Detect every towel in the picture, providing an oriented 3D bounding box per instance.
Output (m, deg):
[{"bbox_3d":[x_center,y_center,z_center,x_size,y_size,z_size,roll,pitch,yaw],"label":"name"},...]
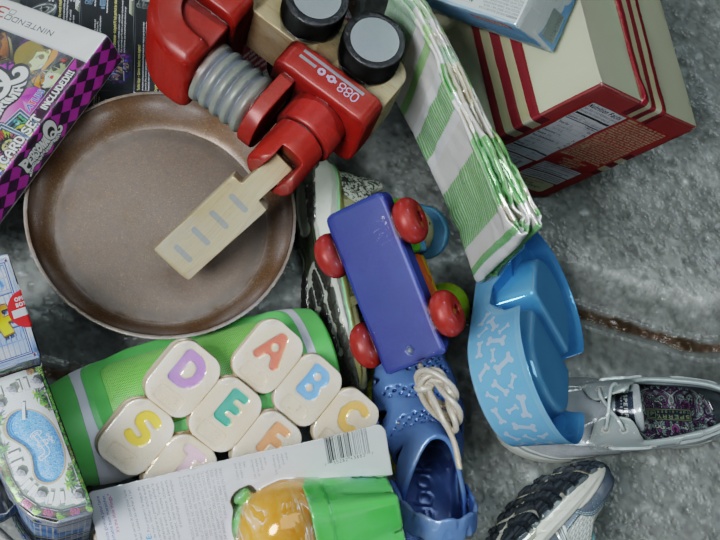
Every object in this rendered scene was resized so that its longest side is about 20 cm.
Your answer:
[{"bbox_3d":[0.062,-0.097,0.766,0.023,0.153,0.201,-24,80,-10],"label":"towel"}]

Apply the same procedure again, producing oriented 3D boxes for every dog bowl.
[{"bbox_3d":[0.127,0.054,0.814,0.112,0.049,0.201,56,26,-25],"label":"dog bowl"}]

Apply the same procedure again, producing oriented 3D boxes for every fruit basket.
[{"bbox_3d":[-0.065,0.208,0.715,0.198,0.094,0.187,-12,103,-2],"label":"fruit basket"}]

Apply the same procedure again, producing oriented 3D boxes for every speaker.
[{"bbox_3d":[-0.118,0.089,0.770,0.199,0.089,0.089,-16,73,-20],"label":"speaker"}]

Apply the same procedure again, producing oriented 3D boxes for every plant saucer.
[{"bbox_3d":[-0.149,-0.040,0.795,0.198,0.032,0.202,5,66,-12],"label":"plant saucer"}]

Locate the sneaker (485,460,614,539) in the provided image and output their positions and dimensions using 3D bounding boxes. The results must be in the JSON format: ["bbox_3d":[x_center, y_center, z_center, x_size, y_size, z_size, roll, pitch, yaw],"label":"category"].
[{"bbox_3d":[0.132,0.231,0.791,0.086,0.078,0.200,45,72,-6],"label":"sneaker"}]

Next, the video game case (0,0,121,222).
[{"bbox_3d":[-0.305,-0.118,0.790,0.180,0.036,0.201,23,69,22],"label":"video game case"}]

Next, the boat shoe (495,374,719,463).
[{"bbox_3d":[0.208,0.111,0.849,0.199,0.072,0.071,-1,69,-13],"label":"boat shoe"}]

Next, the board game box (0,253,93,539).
[{"bbox_3d":[-0.233,0.081,0.680,0.061,0.200,0.201,-19,73,-21],"label":"board game box"}]

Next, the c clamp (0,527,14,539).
[{"bbox_3d":[-0.237,0.235,0.667,0.200,0.172,0.027,39,30,18],"label":"c clamp"}]

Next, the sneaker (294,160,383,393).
[{"bbox_3d":[0.000,0.000,0.847,0.088,0.077,0.202,0,70,-23],"label":"sneaker"}]

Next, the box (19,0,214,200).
[{"bbox_3d":[-0.201,-0.153,0.870,0.159,0.044,0.202,1,68,-14],"label":"box"}]

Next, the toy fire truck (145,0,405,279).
[{"bbox_3d":[-0.091,-0.112,0.747,0.176,0.129,0.200,37,66,1],"label":"toy fire truck"}]

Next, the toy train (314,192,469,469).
[{"bbox_3d":[0.051,0.040,0.792,0.116,0.084,0.201,-15,83,-65],"label":"toy train"}]

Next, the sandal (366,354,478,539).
[{"bbox_3d":[0.051,0.135,0.792,0.079,0.087,0.201,-2,65,-12],"label":"sandal"}]

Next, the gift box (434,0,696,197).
[{"bbox_3d":[0.137,-0.181,0.878,0.184,0.199,0.188,13,63,-51],"label":"gift box"}]

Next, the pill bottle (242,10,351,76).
[{"bbox_3d":[-0.063,-0.202,0.871,0.109,0.110,0.201,-22,87,-21],"label":"pill bottle"}]

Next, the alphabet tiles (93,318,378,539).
[{"bbox_3d":[-0.082,0.142,0.739,0.200,0.015,0.196,43,80,-21],"label":"alphabet tiles"}]

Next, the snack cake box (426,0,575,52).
[{"bbox_3d":[0.071,-0.250,0.787,0.199,0.067,0.116,28,99,33],"label":"snack cake box"}]
